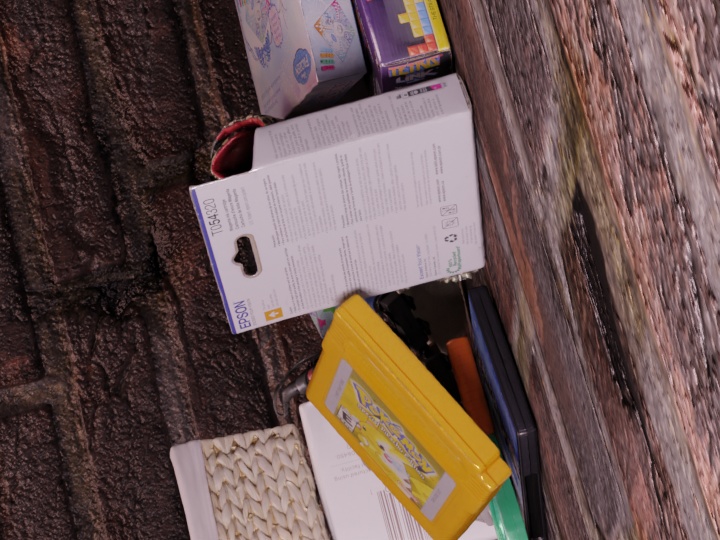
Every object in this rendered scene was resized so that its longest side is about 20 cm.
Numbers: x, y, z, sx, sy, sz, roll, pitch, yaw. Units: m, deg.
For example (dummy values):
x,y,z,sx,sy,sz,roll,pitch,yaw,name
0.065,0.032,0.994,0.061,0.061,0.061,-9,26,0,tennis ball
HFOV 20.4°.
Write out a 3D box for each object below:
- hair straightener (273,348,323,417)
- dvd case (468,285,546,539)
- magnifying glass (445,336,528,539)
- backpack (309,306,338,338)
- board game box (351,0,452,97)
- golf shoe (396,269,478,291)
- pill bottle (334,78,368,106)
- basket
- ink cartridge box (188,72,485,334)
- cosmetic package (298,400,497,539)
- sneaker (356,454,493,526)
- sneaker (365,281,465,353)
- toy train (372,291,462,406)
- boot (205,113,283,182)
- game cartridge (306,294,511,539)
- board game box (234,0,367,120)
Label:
x,y,z,sx,sy,sz,roll,pitch,yaw,name
0.002,0.073,1.858,0.041,0.200,0.077,54,-176,-10,hair straightener
0.116,0.127,1.551,0.201,0.017,0.143,80,175,-50,dvd case
0.101,0.150,1.558,0.080,0.022,0.201,88,169,-77,magnifying glass
-0.004,-0.030,2.074,0.200,0.150,0.178,-97,-7,-68,backpack
0.019,-0.199,1.482,0.166,0.056,0.201,79,176,-65,board game box
0.047,-0.034,1.613,0.200,0.078,0.098,-157,59,-86,golf shoe
-0.007,-0.135,1.724,0.200,0.115,0.117,88,167,-72,pill bottle
-0.089,0.253,1.837,0.200,0.123,0.136,-110,5,-48,basket
-0.014,-0.044,1.420,0.197,0.199,0.043,81,175,-57,ink cartridge box
0.041,0.190,1.882,0.200,0.166,0.167,97,157,-81,cosmetic package
0.057,0.174,1.691,0.082,0.074,0.200,66,163,-13,sneaker
0.001,-0.001,1.753,0.200,0.111,0.077,46,-123,-26,sneaker
0.066,0.094,1.713,0.200,0.034,0.046,58,165,-27,toy train
-0.064,-0.076,1.586,0.203,0.153,0.074,-18,71,51,boot
0.032,0.120,1.537,0.176,0.032,0.200,47,162,11,game cartridge
-0.058,-0.220,1.527,0.200,0.043,0.200,152,106,-74,board game box
